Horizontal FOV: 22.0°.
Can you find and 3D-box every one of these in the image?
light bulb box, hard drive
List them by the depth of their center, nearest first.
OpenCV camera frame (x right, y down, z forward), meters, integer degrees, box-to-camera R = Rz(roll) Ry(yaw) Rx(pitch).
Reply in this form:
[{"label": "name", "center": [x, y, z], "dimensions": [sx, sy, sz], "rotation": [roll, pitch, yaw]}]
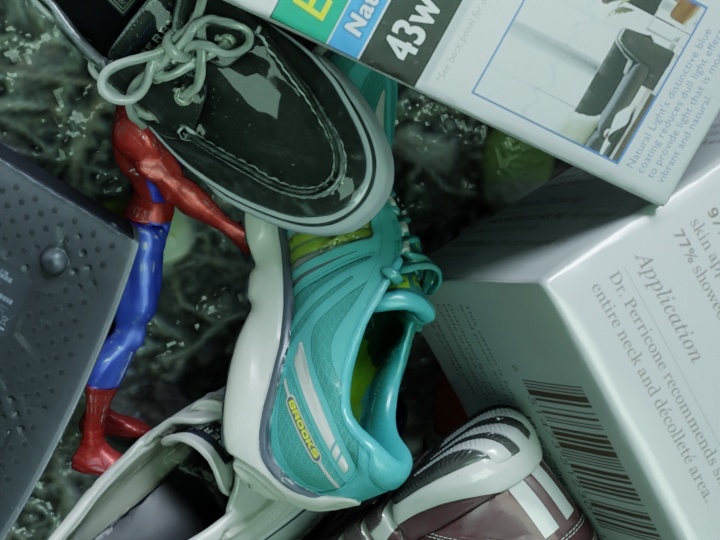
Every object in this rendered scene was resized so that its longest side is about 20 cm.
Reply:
[{"label": "light bulb box", "center": [0.032, -0.143, 0.709], "dimensions": [0.199, 0.198, 0.125], "rotation": [23, 104, -21]}, {"label": "hard drive", "center": [-0.181, 0.036, 0.793], "dimensions": [0.134, 0.042, 0.201], "rotation": [30, 110, 4]}]

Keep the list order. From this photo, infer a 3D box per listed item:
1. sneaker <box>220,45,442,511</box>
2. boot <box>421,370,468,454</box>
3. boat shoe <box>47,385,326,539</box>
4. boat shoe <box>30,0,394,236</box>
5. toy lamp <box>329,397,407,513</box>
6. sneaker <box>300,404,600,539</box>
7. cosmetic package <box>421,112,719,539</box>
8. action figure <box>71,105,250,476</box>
[{"label": "sneaker", "center": [0.000, 0.000, 0.769], "dimensions": [0.077, 0.079, 0.201], "rotation": [22, 68, -53]}, {"label": "boot", "center": [0.134, 0.056, 0.885], "dimensions": [0.199, 0.075, 0.108], "rotation": [5, 105, -14]}, {"label": "boat shoe", "center": [-0.065, 0.087, 0.794], "dimensions": [0.200, 0.072, 0.066], "rotation": [-37, 151, -25]}, {"label": "boat shoe", "center": [-0.071, -0.089, 0.727], "dimensions": [0.074, 0.068, 0.199], "rotation": [-44, 81, 8]}, {"label": "toy lamp", "center": [-0.009, 0.158, 0.902], "dimensions": [0.058, 0.058, 0.201], "rotation": [-3, 111, -11]}, {"label": "sneaker", "center": [0.032, 0.147, 0.791], "dimensions": [0.116, 0.076, 0.200], "rotation": [49, 137, -1]}, {"label": "cosmetic package", "center": [0.157, 0.025, 0.778], "dimensions": [0.199, 0.166, 0.168], "rotation": [-31, 98, -16]}, {"label": "action figure", "center": [-0.071, -0.007, 0.816], "dimensions": [0.098, 0.065, 0.201], "rotation": [5, 112, -7]}]
